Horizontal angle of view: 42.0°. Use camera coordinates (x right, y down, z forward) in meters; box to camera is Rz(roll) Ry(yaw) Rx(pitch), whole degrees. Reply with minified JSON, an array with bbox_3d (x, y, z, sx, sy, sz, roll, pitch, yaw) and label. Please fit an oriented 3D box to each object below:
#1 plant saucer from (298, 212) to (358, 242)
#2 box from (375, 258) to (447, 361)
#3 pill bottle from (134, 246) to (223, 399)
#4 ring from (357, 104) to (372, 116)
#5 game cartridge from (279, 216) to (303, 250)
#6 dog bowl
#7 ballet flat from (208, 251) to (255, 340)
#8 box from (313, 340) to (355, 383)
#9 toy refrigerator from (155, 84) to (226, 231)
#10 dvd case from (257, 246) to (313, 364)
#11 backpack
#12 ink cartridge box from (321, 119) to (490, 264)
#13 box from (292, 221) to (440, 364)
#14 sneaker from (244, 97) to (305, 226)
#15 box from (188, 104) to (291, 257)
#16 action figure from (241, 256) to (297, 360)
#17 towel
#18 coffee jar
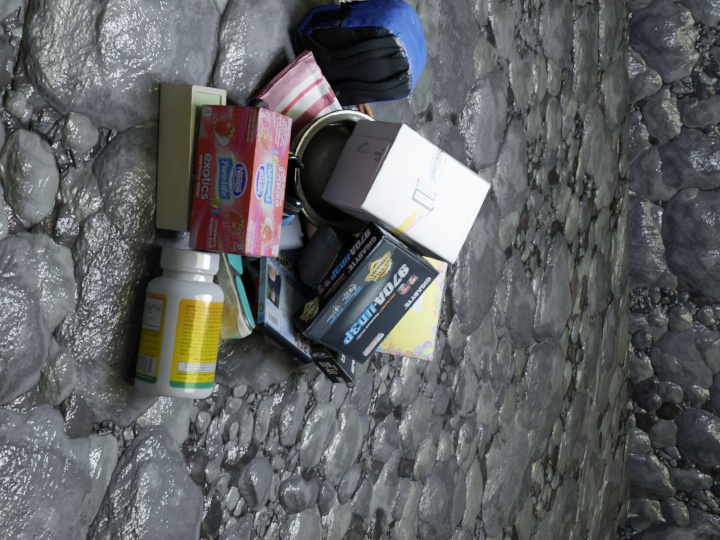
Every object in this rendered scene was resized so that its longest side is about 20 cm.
[{"bbox_3d":[-0.057,-0.119,1.684,0.199,0.036,0.205,-16,109,-56],"label":"plant saucer"},{"bbox_3d":[0.059,0.052,1.733,0.120,0.192,0.204,11,86,-19],"label":"box"},{"bbox_3d":[-0.253,0.072,1.329,0.112,0.111,0.204,7,90,-58],"label":"pill bottle"},{"bbox_3d":[0.019,-0.243,1.720,0.200,0.019,0.204,-18,91,-80],"label":"ring"},{"bbox_3d":[-0.161,-0.127,1.442,0.132,0.040,0.203,-3,72,-61],"label":"game cartridge"},{"bbox_3d":[-0.039,-0.163,1.542,0.197,0.073,0.204,-6,102,-29],"label":"dog bowl"},{"bbox_3d":[-0.208,0.013,1.411,0.068,0.061,0.203,61,11,-56],"label":"ballet flat"},{"bbox_3d":[-0.046,0.073,1.622,0.161,0.043,0.204,57,33,-58],"label":"box"},{"bbox_3d":[-0.240,-0.160,1.343,0.075,0.069,0.204,-6,101,-58],"label":"toy refrigerator"},{"bbox_3d":[-0.116,0.030,1.483,0.143,0.017,0.203,45,36,-49],"label":"dvd case"},{"bbox_3d":[0.013,-0.383,1.588,0.169,0.197,0.164,-63,143,-36],"label":"backpack"},{"bbox_3d":[0.070,-0.126,1.483,0.198,0.147,0.147,29,85,-30],"label":"ink cartridge box"},{"bbox_3d":[0.010,0.039,1.476,0.201,0.046,0.158,-49,136,9],"label":"box"},{"bbox_3d":[-0.126,-0.168,1.410,0.070,0.082,0.203,6,63,-54],"label":"sneaker"},{"bbox_3d":[-0.168,-0.124,1.315,0.095,0.098,0.204,4,92,-66],"label":"box"},{"bbox_3d":[-0.154,0.042,1.533,0.194,0.103,0.204,52,31,-58],"label":"action figure"},{"bbox_3d":[-0.087,-0.242,1.559,0.144,0.023,0.201,-47,125,-21],"label":"towel"},{"bbox_3d":[0.000,0.000,1.535,0.198,0.086,0.105,18,113,-43],"label":"coffee jar"}]
